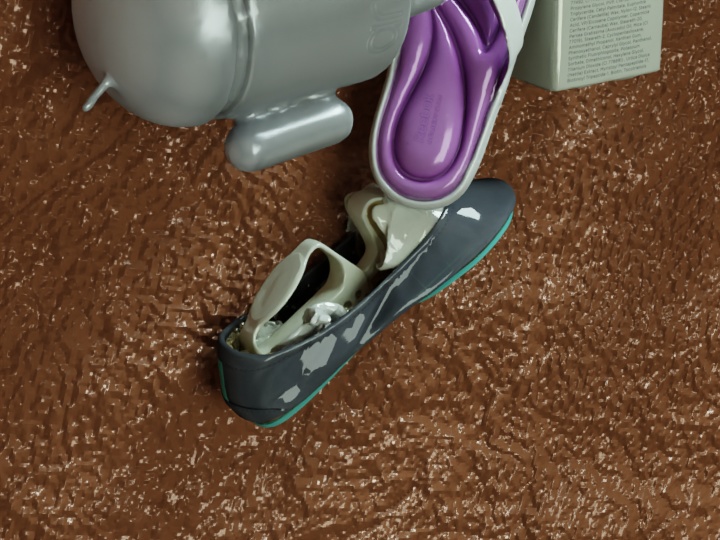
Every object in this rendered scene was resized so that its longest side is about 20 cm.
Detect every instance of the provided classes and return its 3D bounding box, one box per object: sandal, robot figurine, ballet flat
[{"bbox_3d":[0.050,-0.131,1.363,0.082,0.050,0.203,6,93,3],"label":"sandal"},{"bbox_3d":[-0.056,-0.135,1.276,0.200,0.113,0.170,-18,89,-31],"label":"robot figurine"},{"bbox_3d":[0.000,0.000,1.399,0.200,0.073,0.073,-41,126,-15],"label":"ballet flat"}]

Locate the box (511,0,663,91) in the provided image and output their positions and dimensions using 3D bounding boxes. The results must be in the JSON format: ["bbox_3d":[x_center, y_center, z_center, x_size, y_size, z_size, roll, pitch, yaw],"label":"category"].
[{"bbox_3d":[0.115,-0.203,1.409,0.082,0.068,0.200,-12,113,-34],"label":"box"}]
